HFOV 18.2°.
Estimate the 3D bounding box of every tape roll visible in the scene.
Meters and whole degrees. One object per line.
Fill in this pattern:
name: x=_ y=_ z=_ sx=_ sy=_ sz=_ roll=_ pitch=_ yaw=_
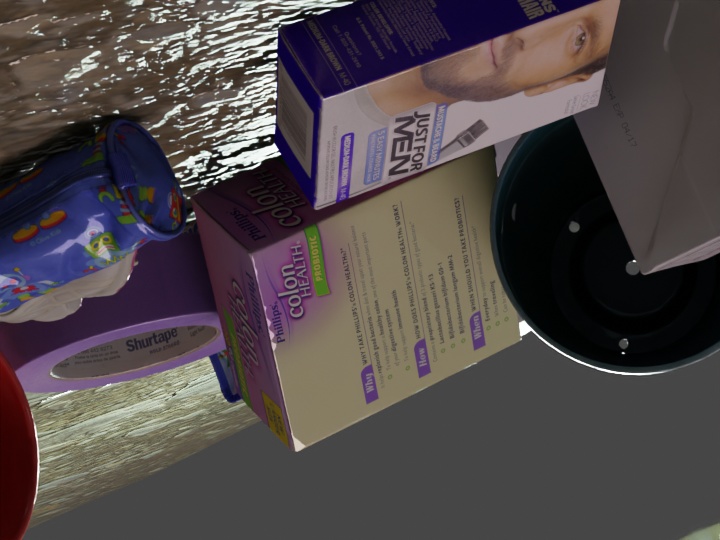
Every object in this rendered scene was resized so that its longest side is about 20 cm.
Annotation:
tape roll: x=-0.181 y=0.034 z=1.730 sx=0.199 sy=0.066 sz=0.200 roll=-15 pitch=169 yaw=-3

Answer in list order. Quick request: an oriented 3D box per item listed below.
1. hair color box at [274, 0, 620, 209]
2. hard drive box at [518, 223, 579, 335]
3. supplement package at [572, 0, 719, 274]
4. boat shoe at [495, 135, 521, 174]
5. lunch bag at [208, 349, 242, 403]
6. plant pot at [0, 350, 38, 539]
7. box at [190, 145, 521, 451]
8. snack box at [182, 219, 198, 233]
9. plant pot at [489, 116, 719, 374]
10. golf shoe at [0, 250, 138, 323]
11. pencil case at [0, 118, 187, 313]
hair color box: x=0.050 y=-0.120 z=1.342 sx=0.199 sy=0.065 sz=0.110 roll=-22 pitch=150 yaw=-17
hard drive box: x=0.113 y=-0.016 z=2.020 sx=0.077 sy=0.157 sz=0.200 roll=-16 pitch=169 yaw=-34
supplement package: x=0.224 y=-0.123 z=1.433 sx=0.155 sy=0.201 sz=0.111 roll=-27 pitch=172 yaw=30
boat shoe: x=0.170 y=-0.114 z=1.868 sx=0.199 sy=0.069 sz=0.057 roll=-12 pitch=-154 yaw=-34
lunch bag: x=-0.029 y=0.018 z=1.909 sx=0.199 sy=0.128 sz=0.170 roll=-28 pitch=-176 yaw=14
plant pot: x=-0.361 y=0.140 z=1.617 sx=0.177 sy=0.202 sz=0.200 roll=-16 pitch=178 yaw=33
box: x=0.000 y=0.000 z=1.615 sx=0.199 sy=0.177 sz=0.097 roll=-26 pitch=-143 yaw=-20
snack box: x=-0.106 y=-0.031 z=1.759 sx=0.072 sy=0.024 sz=0.200 roll=-16 pitch=170 yaw=-33
plant pot: x=0.197 y=-0.015 z=1.603 sx=0.199 sy=0.201 sz=0.188 roll=-23 pitch=168 yaw=3
golf shoe: x=-0.209 y=-0.006 z=1.461 sx=0.091 sy=0.076 sz=0.200 roll=-14 pitch=168 yaw=-33
pencil case: x=-0.205 y=-0.018 z=1.358 sx=0.199 sy=0.078 sz=0.087 roll=-26 pitch=168 yaw=16
